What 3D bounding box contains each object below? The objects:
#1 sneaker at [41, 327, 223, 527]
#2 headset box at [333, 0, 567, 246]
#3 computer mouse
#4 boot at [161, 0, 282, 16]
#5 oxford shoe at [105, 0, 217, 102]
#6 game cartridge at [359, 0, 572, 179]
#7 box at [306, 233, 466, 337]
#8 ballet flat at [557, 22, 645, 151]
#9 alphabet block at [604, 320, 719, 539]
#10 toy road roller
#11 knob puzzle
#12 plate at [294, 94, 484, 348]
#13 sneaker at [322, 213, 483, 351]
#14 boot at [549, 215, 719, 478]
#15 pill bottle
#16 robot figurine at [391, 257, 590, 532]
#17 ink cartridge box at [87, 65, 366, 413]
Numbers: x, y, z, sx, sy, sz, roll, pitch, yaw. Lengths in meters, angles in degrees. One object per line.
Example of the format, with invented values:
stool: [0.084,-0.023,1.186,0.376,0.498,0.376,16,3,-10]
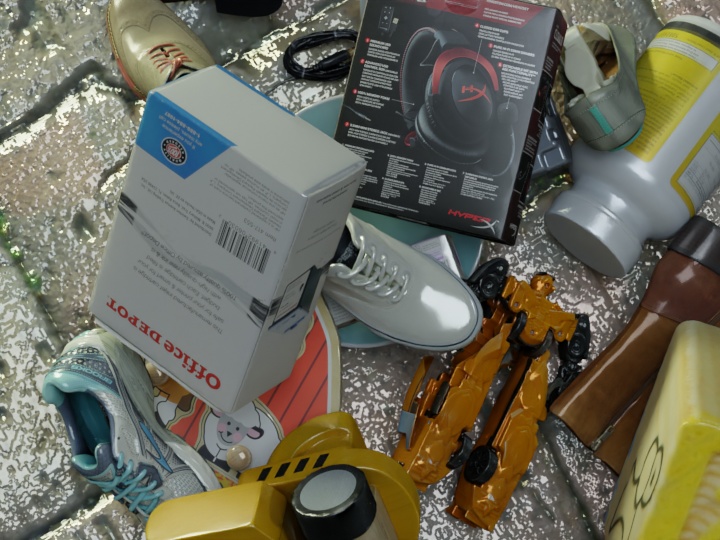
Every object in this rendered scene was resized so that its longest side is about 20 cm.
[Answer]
sneaker: [-0.177,0.147,1.583,0.077,0.086,0.201,-30,96,30]
headset box: [0.067,-0.134,1.611,0.148,0.075,0.201,13,90,12]
computer mouse: [-0.080,-0.140,1.698,0.199,0.034,0.059,-33,82,-11]
boot: [-0.149,-0.272,1.713,0.199,0.075,0.097,14,57,1]
oxford shoe: [-0.140,-0.155,1.646,0.070,0.075,0.200,-30,67,-12]
game cartridge: [0.076,-0.155,1.682,0.133,0.041,0.201,-23,83,29]
box: [-0.016,0.023,1.639,0.199,0.039,0.042,-21,83,8]
ballet flat: [0.182,-0.161,1.651,0.067,0.200,0.064,-36,114,17]
alphabet block: [0.293,0.179,1.538,0.195,0.200,0.197,17,112,2]
toy road roller: [-0.053,0.190,1.561,0.199,0.146,0.123,-14,122,14]
knob puzzle: [-0.103,0.069,1.617,0.218,0.030,0.221,0,88,10]
plate: [0.002,-0.040,1.671,0.199,0.026,0.202,0,88,10]
sneaker: [0.000,0.000,1.574,0.199,0.071,0.073,28,89,3]
boot: [0.270,0.088,1.659,0.188,0.068,0.201,38,85,-29]
pill bottle: [0.236,-0.096,1.679,0.112,0.112,0.200,38,78,3]
robot figurine: [0.099,0.090,1.641,0.145,0.058,0.201,33,75,-28]
ink cartridge box: [-0.100,-0.022,1.523,0.146,0.201,0.086,34,37,19]
